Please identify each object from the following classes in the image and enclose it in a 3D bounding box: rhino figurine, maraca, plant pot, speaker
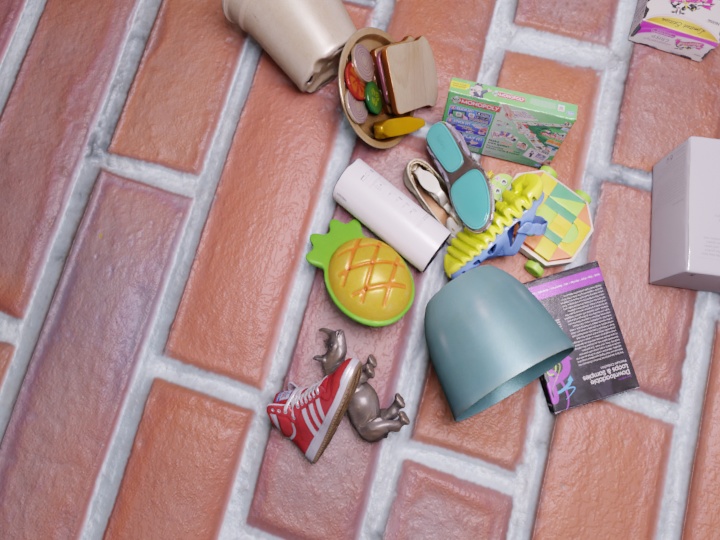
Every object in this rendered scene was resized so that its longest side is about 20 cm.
[{"bbox_3d":[-0.010,0.174,0.858,0.087,0.060,0.202,-39,78,15],"label":"rhino figurine"},{"bbox_3d":[0.000,0.000,0.869,0.136,0.108,0.200,-34,69,-26],"label":"maraca"},{"bbox_3d":[-0.100,-0.413,0.916,0.198,0.200,0.186,-37,92,-4],"label":"plant pot"},{"bbox_3d":[0.051,-0.089,0.892,0.198,0.081,0.082,39,83,9],"label":"speaker"},{"bbox_3d":[0.183,0.094,0.803,0.196,0.202,0.164,-28,68,-3],"label":"plant pot"}]

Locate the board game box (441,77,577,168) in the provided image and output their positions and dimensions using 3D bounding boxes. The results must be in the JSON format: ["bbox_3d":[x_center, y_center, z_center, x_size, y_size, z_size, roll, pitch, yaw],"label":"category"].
[{"bbox_3d":[0.227,-0.232,0.882,0.193,0.135,0.030,15,67,5],"label":"board game box"}]

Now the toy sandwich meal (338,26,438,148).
[{"bbox_3d":[0.048,-0.299,0.893,0.069,0.202,0.213,2,76,45],"label":"toy sandwich meal"}]

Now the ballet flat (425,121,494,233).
[{"bbox_3d":[0.166,-0.145,0.866,0.070,0.072,0.206,-20,66,-1],"label":"ballet flat"}]

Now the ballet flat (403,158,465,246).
[{"bbox_3d":[0.139,-0.101,0.901,0.067,0.062,0.200,-43,81,-1],"label":"ballet flat"}]

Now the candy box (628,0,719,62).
[{"bbox_3d":[0.561,-0.484,0.951,0.132,0.061,0.207,17,82,5],"label":"candy box"}]

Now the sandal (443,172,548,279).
[{"bbox_3d":[0.215,-0.050,0.849,0.199,0.080,0.087,-40,117,13],"label":"sandal"}]

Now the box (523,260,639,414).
[{"bbox_3d":[0.336,0.104,0.870,0.138,0.036,0.207,-15,78,1],"label":"box"}]

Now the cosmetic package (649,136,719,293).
[{"bbox_3d":[0.570,-0.075,0.847,0.191,0.123,0.208,7,79,4],"label":"cosmetic package"}]

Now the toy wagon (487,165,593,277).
[{"bbox_3d":[0.280,-0.097,0.905,0.198,0.040,0.157,37,83,8],"label":"toy wagon"}]

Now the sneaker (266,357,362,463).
[{"bbox_3d":[-0.074,0.187,0.818,0.111,0.071,0.204,33,121,14],"label":"sneaker"}]
